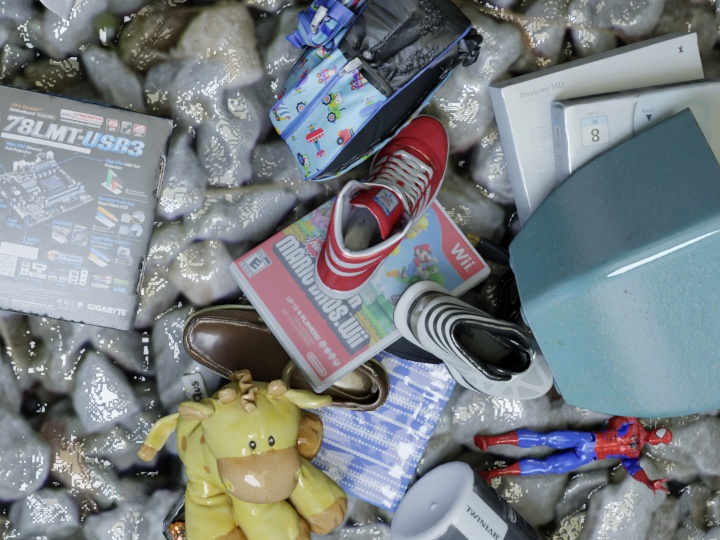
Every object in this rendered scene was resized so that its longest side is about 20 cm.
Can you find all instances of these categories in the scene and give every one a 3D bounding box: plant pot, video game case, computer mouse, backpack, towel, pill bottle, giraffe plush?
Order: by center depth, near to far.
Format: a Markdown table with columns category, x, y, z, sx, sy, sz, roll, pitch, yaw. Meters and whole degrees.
| category | x | y | z | sx | sy | sz | roll | pitch | yaw |
| --- | --- | --- | --- | --- | --- | --- | --- | --- | --- |
| backpack | -0.003 | -0.178 | 1.220 | 0.135 | 0.183 | 0.200 | 45 | 101 | -6 |
| plant pot | 0.244 | 0.012 | 1.221 | 0.199 | 0.196 | 0.197 | -21 | 121 | 12 |
| giraffe plush | -0.094 | 0.156 | 1.224 | 0.172 | 0.162 | 0.200 | -32 | 81 | -25 |
| video game case | 0.000 | 0.000 | 1.273 | 0.200 | 0.017 | 0.143 | -33 | 78 | -17 |
| computer mouse | 0.067 | 0.024 | 1.305 | 0.200 | 0.046 | 0.141 | 22 | 93 | -11 |
| towel | 0.014 | 0.122 | 1.344 | 0.144 | 0.024 | 0.200 | 24 | 94 | -13 |
| pill bottle | 0.130 | 0.285 | 1.347 | 0.106 | 0.106 | 0.200 | -45 | 110 | -1 |

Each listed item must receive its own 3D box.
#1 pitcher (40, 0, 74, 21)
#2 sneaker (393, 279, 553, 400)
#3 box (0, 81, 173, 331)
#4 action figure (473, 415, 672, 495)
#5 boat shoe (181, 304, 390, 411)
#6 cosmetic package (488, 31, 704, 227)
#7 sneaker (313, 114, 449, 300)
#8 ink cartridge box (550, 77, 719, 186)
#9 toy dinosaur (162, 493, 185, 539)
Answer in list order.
| category | x | y | z | sx | sy | sz | roll | pitch | yaw |
| --- | --- | --- | --- | --- | --- | --- | --- | --- | --- |
| pitcher | -0.209 | -0.334 | 1.187 | 0.200 | 0.121 | 0.172 | -28 | 88 | 6 |
| sneaker | 0.126 | 0.085 | 1.246 | 0.200 | 0.115 | 0.076 | 30 | 92 | -38 |
| box | -0.282 | -0.059 | 1.243 | 0.199 | 0.050 | 0.199 | 10 | 96 | -12 |
| action figure | 0.221 | 0.182 | 1.359 | 0.199 | 0.099 | 0.065 | -8 | 102 | -12 |
| boat shoe | -0.068 | 0.081 | 1.284 | 0.202 | 0.075 | 0.075 | 14 | 96 | -4 |
| cosmetic package | 0.237 | -0.130 | 1.331 | 0.199 | 0.052 | 0.151 | -16 | 105 | -8 |
| sneaker | 0.029 | -0.072 | 1.232 | 0.071 | 0.113 | 0.200 | 30 | 69 | 2 |
| ink cartridge box | 0.267 | -0.070 | 1.299 | 0.160 | 0.047 | 0.201 | -10 | 102 | -9 |
| toy dinosaur | -0.138 | 0.287 | 1.322 | 0.136 | 0.102 | 0.200 | 32 | 111 | 1 |
